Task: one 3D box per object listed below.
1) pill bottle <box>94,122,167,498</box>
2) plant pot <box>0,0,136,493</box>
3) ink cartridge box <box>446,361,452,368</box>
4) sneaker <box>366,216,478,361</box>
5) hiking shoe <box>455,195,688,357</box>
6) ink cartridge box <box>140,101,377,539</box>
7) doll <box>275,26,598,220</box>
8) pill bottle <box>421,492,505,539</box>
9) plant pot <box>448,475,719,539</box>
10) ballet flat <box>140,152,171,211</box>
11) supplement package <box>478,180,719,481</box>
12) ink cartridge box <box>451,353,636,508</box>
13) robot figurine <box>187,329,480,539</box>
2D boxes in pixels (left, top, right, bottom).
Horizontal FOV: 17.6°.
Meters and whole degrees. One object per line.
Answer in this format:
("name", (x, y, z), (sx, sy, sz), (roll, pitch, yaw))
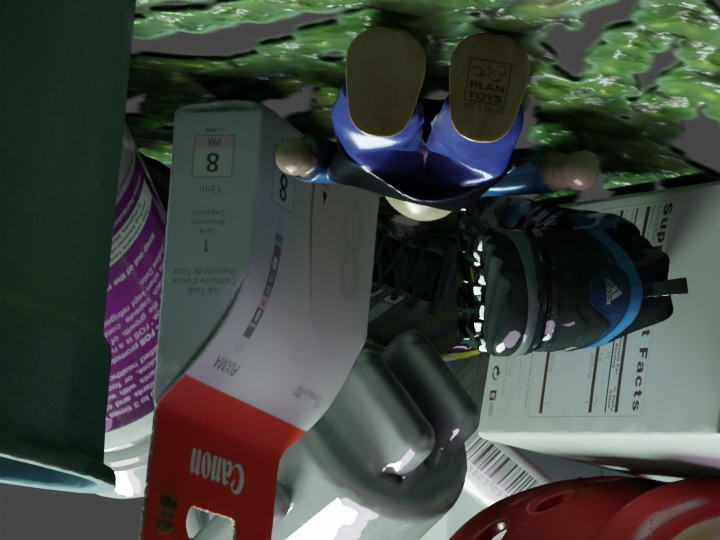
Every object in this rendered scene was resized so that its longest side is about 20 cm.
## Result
("pill bottle", (-0.132, 0.012, 1.077), (0.112, 0.113, 0.201), (5, 138, 26))
("plant pot", (-0.163, -0.037, 0.802), (0.199, 0.198, 0.200), (10, 170, 2))
("ink cartridge box", (-0.024, 0.089, 1.426), (0.145, 0.084, 0.199), (-41, 157, 26))
("sneaker", (0.000, 0.000, 1.238), (0.198, 0.074, 0.081), (10, 167, -9))
("hiking shoe", (0.089, 0.004, 1.063), (0.086, 0.075, 0.200), (0, -169, -3))
("ink cartridge box", (-0.043, 0.041, 1.069), (0.057, 0.202, 0.162), (-4, 167, 18))
("doll", (0.032, -0.051, 0.969), (0.135, 0.049, 0.200), (4, 170, -1))
("pill bottle", (0.138, 0.179, 1.498), (0.199, 0.112, 0.111), (8, 171, -13))
("plant pot", (0.142, 0.200, 1.152), (0.199, 0.202, 0.182), (13, 167, -19))
("ballet flat", (-0.093, -0.013, 1.173), (0.200, 0.067, 0.057), (36, 162, -12))
("supplement package", (0.165, 0.033, 1.107), (0.121, 0.121, 0.200), (16, 169, -28))
("ink cartridge box", (0.123, 0.100, 1.396), (0.162, 0.057, 0.200), (39, -151, -9))
("robot figurine", (-0.020, 0.116, 1.253), (0.169, 0.113, 0.200), (-15, 155, -47))
